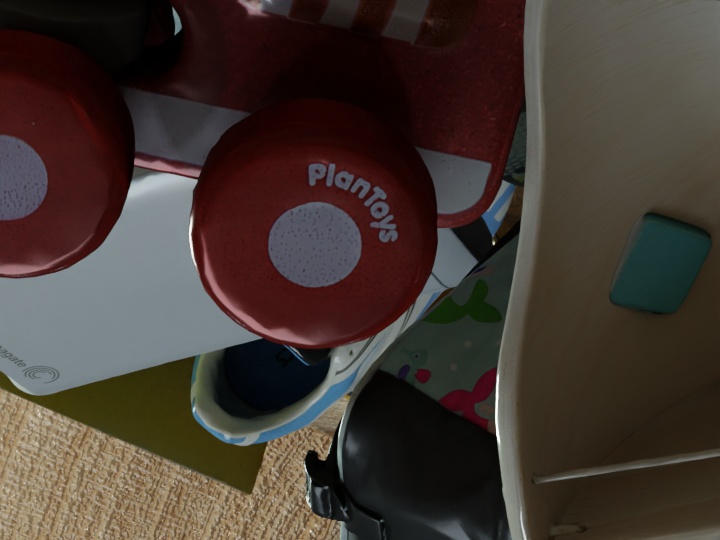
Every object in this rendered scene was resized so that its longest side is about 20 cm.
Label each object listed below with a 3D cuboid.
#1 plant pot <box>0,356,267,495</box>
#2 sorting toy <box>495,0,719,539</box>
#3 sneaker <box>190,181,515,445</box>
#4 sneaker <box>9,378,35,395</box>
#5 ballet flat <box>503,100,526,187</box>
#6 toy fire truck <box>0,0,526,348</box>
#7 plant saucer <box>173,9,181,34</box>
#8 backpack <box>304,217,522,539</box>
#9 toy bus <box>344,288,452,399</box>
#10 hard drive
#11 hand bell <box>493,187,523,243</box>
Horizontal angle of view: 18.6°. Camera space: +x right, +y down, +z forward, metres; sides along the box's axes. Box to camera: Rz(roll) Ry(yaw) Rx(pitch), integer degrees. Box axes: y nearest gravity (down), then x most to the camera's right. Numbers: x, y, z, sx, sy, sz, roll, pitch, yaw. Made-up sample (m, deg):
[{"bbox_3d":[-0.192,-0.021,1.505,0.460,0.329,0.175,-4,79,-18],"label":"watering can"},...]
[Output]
[{"bbox_3d":[-0.136,-0.029,1.062,0.199,0.177,0.200,29,175,-36],"label":"plant pot"},{"bbox_3d":[0.124,-0.025,0.572,0.199,0.107,0.181,-10,118,12],"label":"sorting toy"},{"bbox_3d":[0.000,0.000,0.932,0.072,0.200,0.073,39,-160,-3],"label":"sneaker"},{"bbox_3d":[-0.072,-0.011,0.958,0.075,0.200,0.077,36,160,34],"label":"sneaker"},{"bbox_3d":[0.082,-0.059,0.821,0.071,0.070,0.200,-5,163,28],"label":"ballet flat"},{"bbox_3d":[-0.041,-0.086,0.590,0.199,0.169,0.112,13,-153,-3],"label":"toy fire truck"},{"bbox_3d":[-0.119,-0.105,0.772,0.200,0.039,0.202,28,146,21],"label":"plant saucer"},{"bbox_3d":[0.092,0.055,0.769,0.150,0.200,0.178,23,144,23],"label":"backpack"},{"bbox_3d":[0.066,0.056,1.030,0.199,0.065,0.078,16,148,0],"label":"toy bus"},{"bbox_3d":[-0.066,-0.009,0.814,0.199,0.027,0.132,-15,150,19],"label":"hard drive"},{"bbox_3d":[0.072,-0.021,1.027,0.104,0.105,0.200,20,160,7],"label":"hand bell"}]
